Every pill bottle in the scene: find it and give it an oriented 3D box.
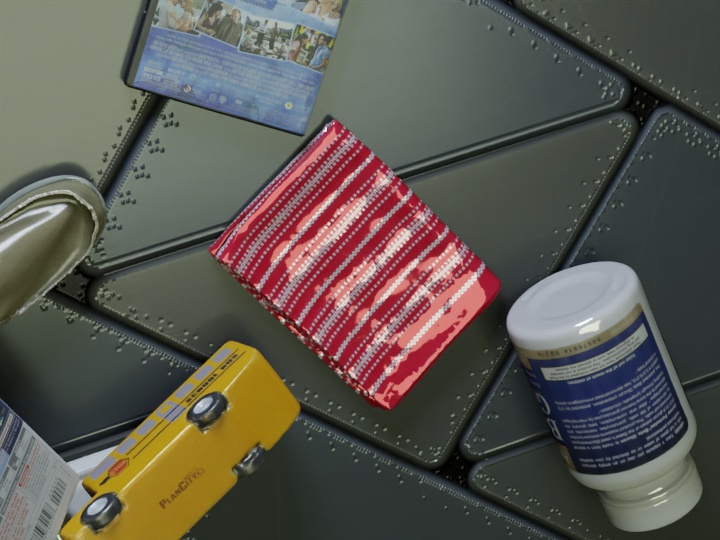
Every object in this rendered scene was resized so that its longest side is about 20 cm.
[{"bbox_3d":[0.200,0.103,1.463,0.111,0.111,0.200,-27,111,-6],"label":"pill bottle"}]

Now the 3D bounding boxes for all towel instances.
[{"bbox_3d":[0.000,0.000,1.427,0.145,0.022,0.200,-46,112,1],"label":"towel"}]

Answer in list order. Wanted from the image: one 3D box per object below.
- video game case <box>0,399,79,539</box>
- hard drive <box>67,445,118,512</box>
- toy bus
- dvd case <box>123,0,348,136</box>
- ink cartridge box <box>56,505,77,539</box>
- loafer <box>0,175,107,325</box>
[{"bbox_3d":[-0.276,0.178,1.238,0.182,0.023,0.200,55,44,-44],"label":"video game case"},{"bbox_3d":[-0.212,0.246,1.441,0.132,0.026,0.200,-18,110,-9],"label":"hard drive"},{"bbox_3d":[-0.137,0.144,1.373,0.200,0.078,0.065,-44,116,-18],"label":"toy bus"},{"bbox_3d":[-0.077,-0.210,1.344,0.142,0.018,0.200,15,103,-18],"label":"dvd case"},{"bbox_3d":[-0.298,0.198,1.380,0.162,0.050,0.200,-28,97,15],"label":"ink cartridge box"},{"bbox_3d":[-0.264,0.010,1.332,0.200,0.070,0.075,-40,112,0],"label":"loafer"}]
